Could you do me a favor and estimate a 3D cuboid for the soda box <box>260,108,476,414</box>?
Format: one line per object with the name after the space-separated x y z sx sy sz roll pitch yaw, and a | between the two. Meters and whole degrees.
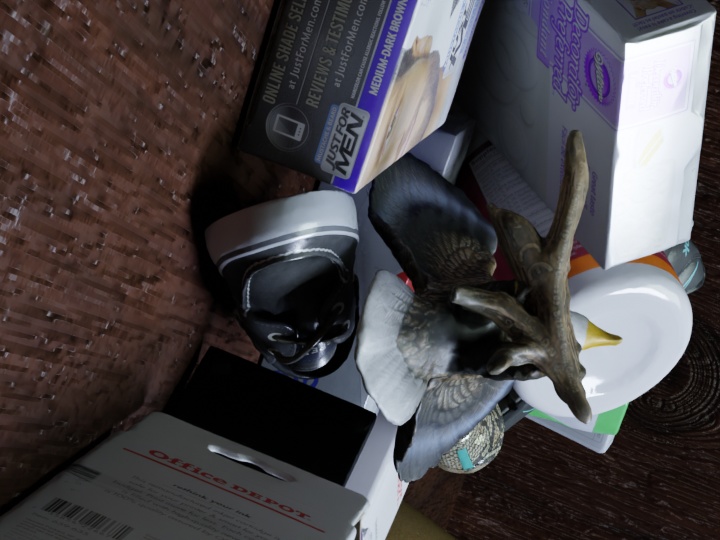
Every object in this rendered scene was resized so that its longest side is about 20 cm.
0.000 0.000 1.148 0.063 0.068 0.202 -41 151 -72 | soda box

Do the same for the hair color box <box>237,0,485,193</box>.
0.011 -0.113 0.968 0.200 0.064 0.110 -40 150 -70 | hair color box

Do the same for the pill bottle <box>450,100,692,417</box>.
0.106 -0.023 1.172 0.201 0.108 0.110 -112 -154 -43 | pill bottle

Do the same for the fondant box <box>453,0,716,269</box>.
0.107 -0.120 1.085 0.058 0.200 0.145 -18 133 -20 | fondant box

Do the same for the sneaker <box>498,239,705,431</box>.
0.130 0.046 1.251 0.200 0.079 0.076 -43 -137 16 | sneaker

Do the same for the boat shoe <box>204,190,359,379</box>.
-0.030 0.015 0.946 0.200 0.069 0.067 101 -27 -78 | boat shoe

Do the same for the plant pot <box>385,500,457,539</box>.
0.020 0.247 1.420 0.186 0.198 0.188 22 90 -82 | plant pot

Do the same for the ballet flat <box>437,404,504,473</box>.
0.041 0.020 1.217 0.075 0.067 0.202 64 11 -67 | ballet flat

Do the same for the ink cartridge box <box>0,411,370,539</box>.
-0.075 0.127 0.818 0.200 0.115 0.067 -35 145 -74 | ink cartridge box

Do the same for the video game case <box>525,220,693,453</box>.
0.108 0.006 1.392 0.023 0.199 0.184 -37 149 -57 | video game case

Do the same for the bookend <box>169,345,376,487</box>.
-0.081 0.183 0.989 0.201 0.091 0.200 102 12 -50 | bookend

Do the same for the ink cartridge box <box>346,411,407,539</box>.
-0.042 0.182 1.255 0.146 0.083 0.201 89 24 -69 | ink cartridge box

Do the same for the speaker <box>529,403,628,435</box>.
0.088 0.037 1.338 0.088 0.198 0.089 21 90 -82 | speaker

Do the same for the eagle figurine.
0.054 0.025 0.992 0.152 0.151 0.200 -53 -162 -13 | eagle figurine

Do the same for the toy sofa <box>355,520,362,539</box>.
-0.029 0.229 1.102 0.083 0.097 0.202 87 -10 -61 | toy sofa
